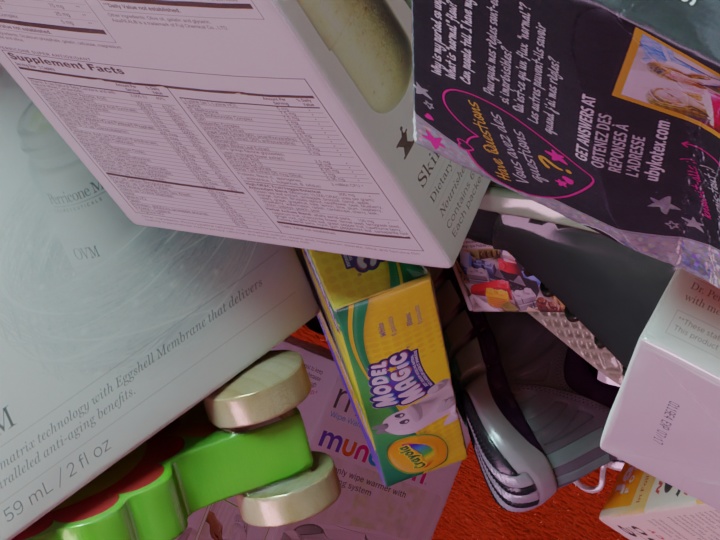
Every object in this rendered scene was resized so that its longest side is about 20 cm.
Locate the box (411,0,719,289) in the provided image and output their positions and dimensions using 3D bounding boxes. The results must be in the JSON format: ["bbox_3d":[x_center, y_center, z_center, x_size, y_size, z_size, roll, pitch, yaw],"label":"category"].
[{"bbox_3d":[0.104,-0.116,0.673,0.115,0.200,0.132,27,160,12],"label":"box"}]

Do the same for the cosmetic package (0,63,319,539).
[{"bbox_3d":[-0.153,-0.022,1.045,0.123,0.199,0.200,2,122,51],"label":"cosmetic package"}]

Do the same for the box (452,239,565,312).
[{"bbox_3d":[0.108,-0.038,1.013,0.200,0.035,0.110,-2,118,46],"label":"box"}]

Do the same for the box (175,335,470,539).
[{"bbox_3d":[-0.054,0.122,1.347,0.097,0.177,0.200,23,176,-30],"label":"box"}]

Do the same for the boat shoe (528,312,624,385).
[{"bbox_3d":[0.078,-0.031,1.127,0.200,0.062,0.075,42,145,11],"label":"boat shoe"}]

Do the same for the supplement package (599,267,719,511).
[{"bbox_3d":[0.174,-0.017,0.816,0.109,0.200,0.114,27,161,9],"label":"supplement package"}]

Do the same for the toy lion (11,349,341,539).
[{"bbox_3d":[-0.118,0.082,1.113,0.200,0.191,0.069,-134,27,-69],"label":"toy lion"}]

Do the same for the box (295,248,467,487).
[{"bbox_3d":[0.000,0.000,1.103,0.200,0.048,0.118,79,170,-59],"label":"box"}]

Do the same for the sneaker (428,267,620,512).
[{"bbox_3d":[0.072,0.017,1.181,0.074,0.087,0.200,76,173,-59],"label":"sneaker"}]

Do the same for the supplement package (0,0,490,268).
[{"bbox_3d":[-0.039,-0.123,0.911,0.150,0.152,0.200,8,152,32],"label":"supplement package"}]

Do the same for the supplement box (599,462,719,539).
[{"bbox_3d":[0.199,0.065,1.095,0.073,0.126,0.200,33,159,-14],"label":"supplement box"}]

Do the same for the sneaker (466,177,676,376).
[{"bbox_3d":[0.087,-0.001,0.973,0.200,0.075,0.106,19,134,40],"label":"sneaker"}]

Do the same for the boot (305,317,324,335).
[{"bbox_3d":[-0.041,-0.007,1.359,0.200,0.064,0.186,28,163,18],"label":"boot"}]

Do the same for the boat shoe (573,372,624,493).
[{"bbox_3d":[0.135,0.072,1.259,0.074,0.086,0.202,18,158,30],"label":"boat shoe"}]
